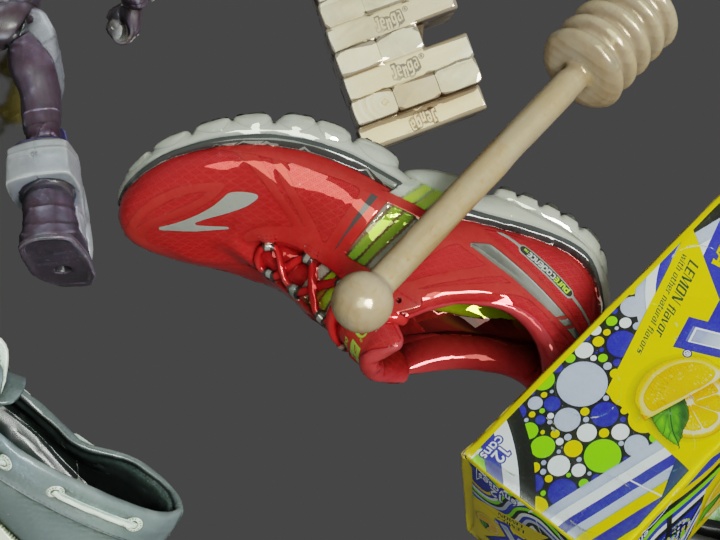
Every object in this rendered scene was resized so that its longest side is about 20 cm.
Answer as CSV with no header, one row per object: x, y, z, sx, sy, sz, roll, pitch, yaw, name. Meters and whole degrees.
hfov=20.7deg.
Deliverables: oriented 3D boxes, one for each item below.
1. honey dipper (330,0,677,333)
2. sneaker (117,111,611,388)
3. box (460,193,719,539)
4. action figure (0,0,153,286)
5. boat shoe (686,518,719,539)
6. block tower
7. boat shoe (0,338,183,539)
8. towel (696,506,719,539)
0.053,-0.046,0.751,0.038,0.038,0.200,46,60,-1,honey dipper
0.000,0.000,0.762,0.200,0.077,0.085,13,53,-1,sneaker
0.129,0.037,0.744,0.070,0.064,0.200,37,66,24,box
-0.143,-0.091,0.778,0.130,0.069,0.200,-5,75,8,action figure
0.159,0.112,0.768,0.200,0.070,0.066,7,95,8,boat shoe
-0.006,-0.150,0.787,0.058,0.054,0.200,-20,92,-2,block tower
-0.150,0.047,0.762,0.062,0.073,0.200,-36,108,19,boat shoe
0.202,0.111,0.812,0.149,0.031,0.200,-4,93,1,towel
